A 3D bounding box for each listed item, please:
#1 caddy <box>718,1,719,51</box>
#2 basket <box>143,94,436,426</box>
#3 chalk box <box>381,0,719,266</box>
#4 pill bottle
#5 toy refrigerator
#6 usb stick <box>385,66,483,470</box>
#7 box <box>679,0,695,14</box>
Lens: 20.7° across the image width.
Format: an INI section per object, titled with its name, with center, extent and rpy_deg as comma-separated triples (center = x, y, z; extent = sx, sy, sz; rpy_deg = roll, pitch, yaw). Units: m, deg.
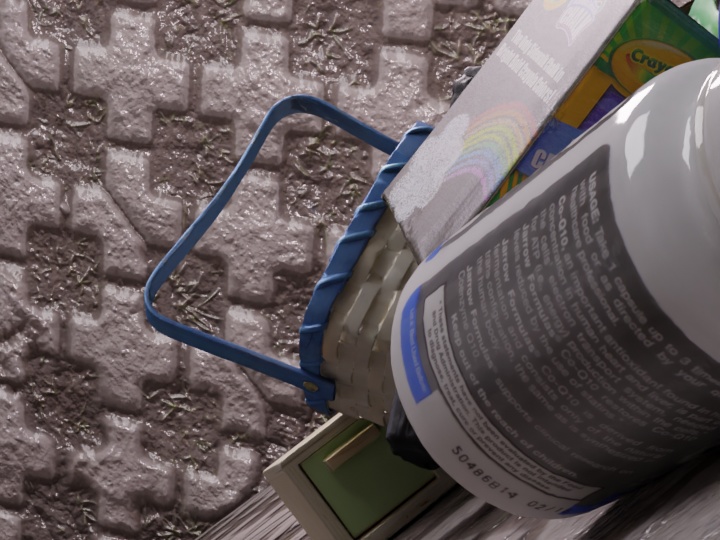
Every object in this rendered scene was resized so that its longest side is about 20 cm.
[caddy]
center = 0.241, -0.113, 0.808
extent = 0.200, 0.141, 0.105
rpy_deg = -36, 3, -18
[basket]
center = 0.000, 0.000, 1.112
extent = 0.176, 0.200, 0.139
rpy_deg = -56, -13, -26
[chalk box]
center = 0.124, -0.060, 0.886
extent = 0.200, 0.124, 0.124
rpy_deg = -51, 19, 10
[pill bottle]
center = 0.106, 0.001, 0.650
extent = 0.114, 0.114, 0.200
rpy_deg = -36, -2, -39
[toy refrigerator]
center = 0.046, 0.088, 1.186
extent = 0.200, 0.076, 0.070
rpy_deg = -36, -2, -15
[usb stick]
center = 0.048, -0.001, 0.978
extent = 0.033, 0.200, 0.055
rpy_deg = 4, -14, 32
[box]
center = 0.165, -0.065, 1.031
extent = 0.163, 0.021, 0.200
rpy_deg = -32, -30, 1
